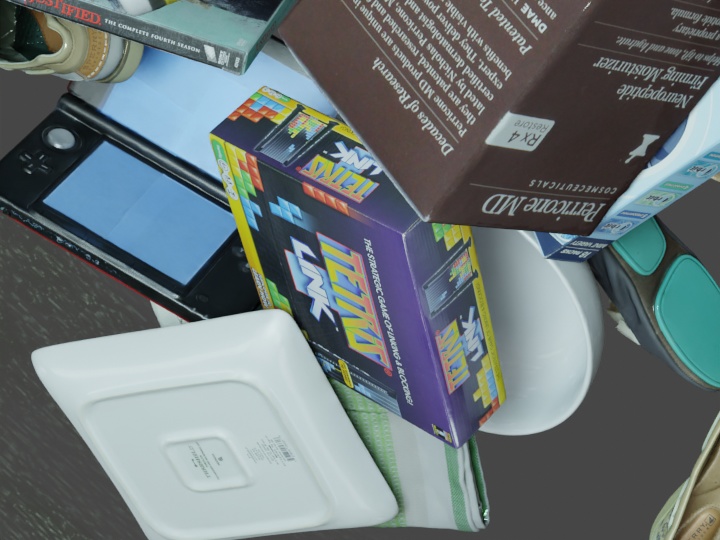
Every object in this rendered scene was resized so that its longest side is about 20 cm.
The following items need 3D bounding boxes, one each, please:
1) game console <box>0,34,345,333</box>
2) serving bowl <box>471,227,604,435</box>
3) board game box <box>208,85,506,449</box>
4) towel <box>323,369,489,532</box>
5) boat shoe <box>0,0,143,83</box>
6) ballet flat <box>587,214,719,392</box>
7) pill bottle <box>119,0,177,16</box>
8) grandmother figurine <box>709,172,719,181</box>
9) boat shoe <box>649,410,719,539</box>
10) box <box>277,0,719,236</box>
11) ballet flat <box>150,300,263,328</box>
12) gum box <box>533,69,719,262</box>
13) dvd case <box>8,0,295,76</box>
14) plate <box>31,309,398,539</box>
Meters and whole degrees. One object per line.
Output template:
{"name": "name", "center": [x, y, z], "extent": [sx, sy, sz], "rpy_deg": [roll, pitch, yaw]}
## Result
{"name": "game console", "center": [-0.121, -0.082, 1.502], "extent": [0.200, 0.172, 0.119], "rpy_deg": [30, 131, 7]}
{"name": "serving bowl", "center": [0.079, 0.009, 1.481], "extent": [0.200, 0.066, 0.200], "rpy_deg": [23, 136, 23]}
{"name": "board game box", "center": [0.000, 0.000, 1.402], "extent": [0.165, 0.057, 0.200], "rpy_deg": [29, 149, 35]}
{"name": "towel", "center": [-0.019, 0.123, 1.534], "extent": [0.200, 0.031, 0.149], "rpy_deg": [-1, 126, 14]}
{"name": "boat shoe", "center": [-0.236, -0.173, 1.496], "extent": [0.200, 0.068, 0.075], "rpy_deg": [17, 101, 36]}
{"name": "ballet flat", "center": [0.182, 0.001, 1.481], "extent": [0.073, 0.073, 0.200], "rpy_deg": [-31, 120, 15]}
{"name": "pill bottle", "center": [-0.061, -0.230, 1.280], "extent": [0.200, 0.111, 0.111], "rpy_deg": [-22, 96, -2]}
{"name": "grandmother figurine", "center": [0.236, -0.156, 1.360], "extent": [0.121, 0.061, 0.200], "rpy_deg": [21, 105, 12]}
{"name": "boat shoe", "center": [0.260, 0.130, 1.497], "extent": [0.073, 0.063, 0.200], "rpy_deg": [29, 104, 4]}
{"name": "box", "center": [0.098, -0.148, 1.278], "extent": [0.200, 0.166, 0.164], "rpy_deg": [-53, 58, 25]}
{"name": "ballet flat", "center": [-0.095, 0.032, 1.546], "extent": [0.200, 0.068, 0.068], "rpy_deg": [33, 114, 5]}
{"name": "gum box", "center": [0.165, -0.127, 1.358], "extent": [0.200, 0.045, 0.170], "rpy_deg": [-35, 64, 35]}
{"name": "dvd case", "center": [-0.146, -0.196, 1.474], "extent": [0.200, 0.146, 0.022], "rpy_deg": [18, 126, 8]}
{"name": "plate", "center": [-0.099, 0.119, 1.514], "extent": [0.200, 0.032, 0.200], "rpy_deg": [-10, 128, 24]}
